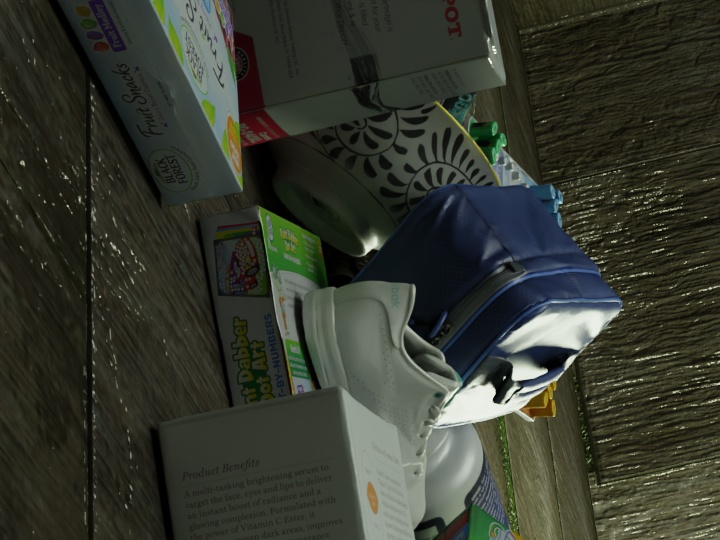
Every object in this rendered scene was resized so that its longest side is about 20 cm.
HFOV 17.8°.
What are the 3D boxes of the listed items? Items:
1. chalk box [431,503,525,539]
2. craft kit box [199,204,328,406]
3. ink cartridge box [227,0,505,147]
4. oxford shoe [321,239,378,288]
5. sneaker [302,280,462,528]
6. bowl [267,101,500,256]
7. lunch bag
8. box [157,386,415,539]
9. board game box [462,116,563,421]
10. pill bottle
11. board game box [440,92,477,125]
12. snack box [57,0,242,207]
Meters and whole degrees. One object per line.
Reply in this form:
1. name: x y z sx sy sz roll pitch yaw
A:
1. chalk box: 0.079 0.263 1.612 0.200 0.124 0.124 37 30 -15
2. craft kit box: -0.046 0.067 1.497 0.200 0.048 0.199 28 53 -78
3. ink cartridge box: -0.013 -0.176 1.512 0.083 0.199 0.146 45 34 -73
4. oxford shoe: 0.000 0.000 1.774 0.084 0.072 0.201 52 26 -58
5. sneaker: 0.028 0.092 1.508 0.075 0.088 0.201 -92 167 -53
6. bowl: -0.003 -0.073 1.674 0.200 0.094 0.201 37 -15 11
7. lunch bag: 0.087 0.030 1.600 0.132 0.136 0.200 48 23 18
8. box: -0.028 0.180 1.253 0.152 0.106 0.201 44 35 -73
9. board game box: 0.121 0.002 1.826 0.200 0.026 0.201 37 53 -64
10. pill bottle: 0.045 0.166 1.701 0.111 0.110 0.201 -92 167 -47
11. board game box: 0.055 -0.046 1.937 0.201 0.028 0.136 99 13 -52
12. snack box: -0.119 -0.152 1.297 0.200 0.053 0.143 66 17 -53
